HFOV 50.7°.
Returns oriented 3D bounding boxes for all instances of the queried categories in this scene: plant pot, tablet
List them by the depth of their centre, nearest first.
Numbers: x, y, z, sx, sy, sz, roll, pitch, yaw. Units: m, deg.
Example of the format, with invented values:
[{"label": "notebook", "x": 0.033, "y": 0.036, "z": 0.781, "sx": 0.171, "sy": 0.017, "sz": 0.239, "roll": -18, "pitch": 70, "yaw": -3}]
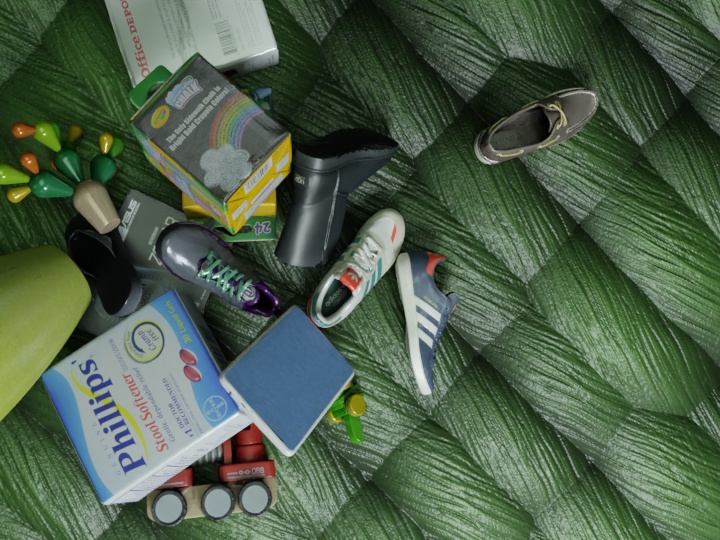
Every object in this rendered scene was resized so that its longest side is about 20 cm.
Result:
[{"label": "plant pot", "x": -0.431, "y": 0.062, "z": 0.913, "sx": 0.188, "sy": 0.186, "sz": 0.200, "roll": 50, "pitch": 52, "yaw": -5}, {"label": "tablet", "x": -0.088, "y": 0.134, "z": 0.976, "sx": 0.130, "sy": 0.200, "sz": 0.014, "roll": 48, "pitch": 123, "yaw": -2}]

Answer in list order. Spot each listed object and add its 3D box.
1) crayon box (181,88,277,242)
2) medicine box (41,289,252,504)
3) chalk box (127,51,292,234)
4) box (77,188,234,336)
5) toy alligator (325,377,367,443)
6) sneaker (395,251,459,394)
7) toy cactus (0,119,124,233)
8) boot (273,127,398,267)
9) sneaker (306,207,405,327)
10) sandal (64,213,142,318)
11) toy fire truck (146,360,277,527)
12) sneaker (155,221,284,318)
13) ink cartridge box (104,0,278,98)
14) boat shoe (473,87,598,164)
[{"label": "crayon box", "x": -0.177, "y": -0.143, "z": 1.027, "sx": 0.123, "sy": 0.052, "sz": 0.204, "roll": -3, "pitch": 77, "yaw": -6}, {"label": "medicine box", "x": -0.262, "y": 0.160, "z": 0.959, "sx": 0.198, "sy": 0.103, "sz": 0.184, "roll": -33, "pitch": 76, "yaw": -3}, {"label": "chalk box", "x": -0.196, "y": -0.167, "z": 0.943, "sx": 0.199, "sy": 0.124, "sz": 0.125, "roll": 41, "pitch": 77, "yaw": 7}, {"label": "box", "x": -0.283, "y": 0.012, "z": 1.051, "sx": 0.158, "sy": 0.044, "sz": 0.203, "roll": 26, "pitch": 89, "yaw": -7}, {"label": "toy alligator", "x": -0.039, "y": 0.149, "z": 1.080, "sx": 0.054, "sy": 0.059, "sz": 0.202, "roll": -33, "pitch": 93, "yaw": -47}, {"label": "sneaker", "x": 0.103, "y": 0.072, "z": 1.078, "sx": 0.083, "sy": 0.075, "sz": 0.205, "roll": -8, "pitch": 92, "yaw": -1}, {"label": "toy cactus", "x": -0.374, "y": -0.117, "z": 0.978, "sx": 0.102, "sy": 0.199, "sz": 0.166, "roll": -39, "pitch": 83, "yaw": 27}, {"label": "boot", "x": -0.036, "y": -0.100, "z": 1.053, "sx": 0.076, "sy": 0.199, "sz": 0.171, "roll": 30, "pitch": 123, "yaw": 26}, {"label": "sneaker", "x": -0.001, "y": 0.000, "z": 1.056, "sx": 0.070, "sy": 0.093, "sz": 0.201, "roll": 40, "pitch": 88, "yaw": -6}, {"label": "sandal", "x": -0.339, "y": -0.019, "z": 0.983, "sx": 0.043, "sy": 0.200, "sz": 0.077, "roll": 25, "pitch": 103, "yaw": -50}, {"label": "toy fire truck", "x": -0.206, "y": 0.237, "z": 1.041, "sx": 0.172, "sy": 0.129, "sz": 0.204, "roll": -3, "pitch": 75, "yaw": -10}, {"label": "sneaker", "x": -0.175, "y": 0.002, "z": 0.989, "sx": 0.199, "sy": 0.087, "sz": 0.075, "roll": 37, "pitch": 81, "yaw": -50}, {"label": "ink cartridge box", "x": -0.225, "y": -0.328, "z": 1.026, "sx": 0.196, "sy": 0.083, "sz": 0.148, "roll": -18, "pitch": 93, "yaw": -4}, {"label": "boat shoe", "x": 0.260, "y": -0.211, "z": 1.094, "sx": 0.197, "sy": 0.060, "sz": 0.073, "roll": -23, "pitch": 94, "yaw": -5}]
